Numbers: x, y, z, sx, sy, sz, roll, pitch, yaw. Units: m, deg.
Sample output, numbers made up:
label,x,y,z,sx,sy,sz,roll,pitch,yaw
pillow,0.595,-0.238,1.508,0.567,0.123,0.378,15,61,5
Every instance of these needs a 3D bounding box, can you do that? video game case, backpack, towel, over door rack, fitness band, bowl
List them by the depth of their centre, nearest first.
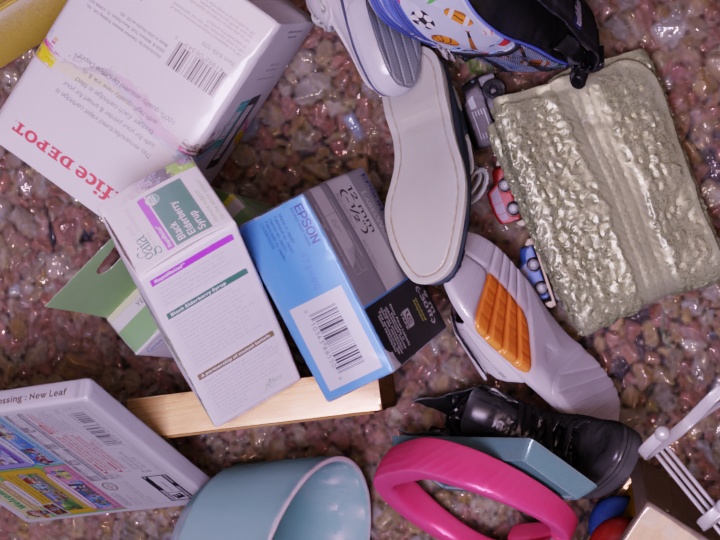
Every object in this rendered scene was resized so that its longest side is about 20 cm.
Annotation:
label,x,y,z,sx,sy,sz,roll,pitch,yaw
backpack,0.087,-0.245,1.236,0.154,0.190,0.201,-3,82,30
over door rack,0.318,0.139,1.238,0.148,0.200,0.067,52,139,17
fitness band,0.085,0.181,1.288,0.143,0.200,0.038,31,70,-9
towel,0.193,-0.062,1.307,0.148,0.036,0.201,-22,92,-8
video game case,-0.238,0.145,1.311,0.181,0.200,0.022,-9,58,22
bowl,-0.082,0.233,1.324,0.105,0.201,0.202,12,97,25

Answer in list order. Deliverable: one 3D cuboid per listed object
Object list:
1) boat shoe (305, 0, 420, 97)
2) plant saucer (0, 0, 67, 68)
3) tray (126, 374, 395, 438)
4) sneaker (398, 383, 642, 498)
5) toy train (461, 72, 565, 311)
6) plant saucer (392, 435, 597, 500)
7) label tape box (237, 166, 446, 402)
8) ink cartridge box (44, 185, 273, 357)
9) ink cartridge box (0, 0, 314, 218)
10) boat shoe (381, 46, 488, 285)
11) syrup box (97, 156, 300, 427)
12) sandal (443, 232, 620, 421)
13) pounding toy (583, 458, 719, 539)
label,x,y,z,sx,sy,sz,roll,pitch,yaw
boat shoe,-0.009,-0.216,1.307,0.067,0.073,0.201,-27,64,32
plant saucer,-0.296,-0.285,1.357,0.200,0.048,0.200,-30,91,9
tray,-0.076,0.107,1.340,0.199,0.099,0.037,-7,86,7
sneaker,0.121,0.128,1.293,0.104,0.200,0.060,29,72,-21
toy train,0.124,-0.059,1.335,0.046,0.034,0.201,-20,93,10
plant saucer,0.095,0.151,1.279,0.070,0.200,0.019,36,71,-21
label tape box,0.000,0.000,1.268,0.066,0.200,0.144,-27,92,25
ink cartridge box,-0.137,0.001,1.288,0.146,0.200,0.048,-44,76,9
ink cartridge box,-0.158,-0.150,1.297,0.147,0.146,0.200,35,103,2
boat shoe,0.055,-0.075,1.288,0.075,0.062,0.201,-22,60,22
syrup box,-0.115,0.019,1.223,0.081,0.200,0.079,-30,52,-10
sandal,0.120,0.063,1.319,0.207,0.079,0.059,48,137,-15
pounding toy,0.188,0.259,1.282,0.142,0.184,0.200,33,98,3
